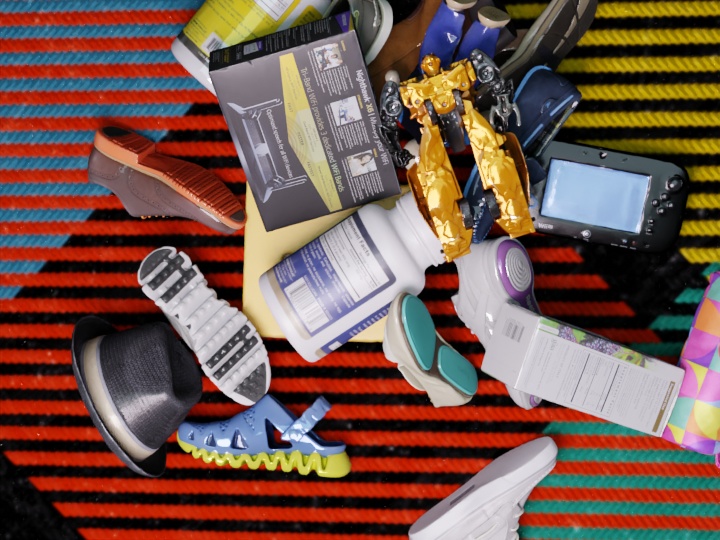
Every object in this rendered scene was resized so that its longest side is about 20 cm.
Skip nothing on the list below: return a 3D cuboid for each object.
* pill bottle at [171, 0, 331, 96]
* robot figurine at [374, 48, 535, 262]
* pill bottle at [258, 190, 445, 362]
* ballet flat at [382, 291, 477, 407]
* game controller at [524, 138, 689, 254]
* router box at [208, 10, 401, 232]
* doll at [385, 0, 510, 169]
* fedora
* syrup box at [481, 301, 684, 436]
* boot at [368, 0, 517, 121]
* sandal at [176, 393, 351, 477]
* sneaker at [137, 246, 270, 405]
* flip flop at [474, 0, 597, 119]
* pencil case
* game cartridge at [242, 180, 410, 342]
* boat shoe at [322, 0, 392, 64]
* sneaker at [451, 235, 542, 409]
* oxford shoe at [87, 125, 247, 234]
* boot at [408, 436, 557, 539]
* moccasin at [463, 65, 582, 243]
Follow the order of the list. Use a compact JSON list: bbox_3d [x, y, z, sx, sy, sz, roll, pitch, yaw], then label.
[{"bbox_3d":[-0.103,-0.280,1.410,0.112,0.112,0.200,42,96,2],"label":"pill bottle"},{"bbox_3d":[0.098,-0.120,1.303,0.143,0.058,0.202,-18,100,4],"label":"robot figurine"},{"bbox_3d":[0.000,0.000,1.391,0.199,0.111,0.112,-33,90,4],"label":"pill bottle"},{"bbox_3d":[0.061,0.090,1.397,0.069,0.200,0.070,-17,49,21],"label":"ballet flat"},{"bbox_3d":[0.255,-0.083,1.423,0.197,0.042,0.106,11,94,5],"label":"game controller"},{"bbox_3d":[-0.056,-0.153,1.368,0.155,0.052,0.202,-14,124,5],"label":"router box"},{"bbox_3d":[0.090,-0.184,1.356,0.136,0.048,0.202,31,124,12],"label":"doll"},{"bbox_3d":[-0.229,0.118,1.401,0.091,0.201,0.202,-29,91,8],"label":"fedora"},{"bbox_3d":[0.236,0.105,1.377,0.198,0.079,0.082,19,93,-25],"label":"syrup box"},{"bbox_3d":[0.053,-0.274,1.427,0.199,0.068,0.190,-30,76,23],"label":"boot"},{"bbox_3d":[-0.106,0.179,1.462,0.197,0.079,0.088,4,90,-3],"label":"sandal"},{"bbox_3d":[-0.171,0.062,1.455,0.075,0.081,0.201,-37,89,-14],"label":"sneaker"},{"bbox_3d":[0.175,-0.236,1.411,0.201,0.081,0.058,-52,55,7],"label":"flip flop"},{"bbox_3d":[0.387,0.103,1.403,0.087,0.088,0.203,17,95,4],"label":"pencil case"},{"bbox_3d":[-0.033,-0.011,1.463,0.197,0.032,0.179,3,94,3],"label":"game cartridge"},{"bbox_3d":[-0.039,-0.210,1.407,0.072,0.060,0.203,50,120,38],"label":"boat shoe"},{"bbox_3d":[0.157,0.055,1.436,0.099,0.075,0.203,0,112,45],"label":"sneaker"},{"bbox_3d":[-0.217,-0.086,1.461,0.199,0.071,0.073,31,114,12],"label":"oxford shoe"},{"bbox_3d":[0.156,0.274,1.448,0.199,0.074,0.096,-37,96,15],"label":"boot"},{"bbox_3d":[0.166,-0.116,1.369,0.068,0.080,0.202,28,96,18],"label":"moccasin"}]
